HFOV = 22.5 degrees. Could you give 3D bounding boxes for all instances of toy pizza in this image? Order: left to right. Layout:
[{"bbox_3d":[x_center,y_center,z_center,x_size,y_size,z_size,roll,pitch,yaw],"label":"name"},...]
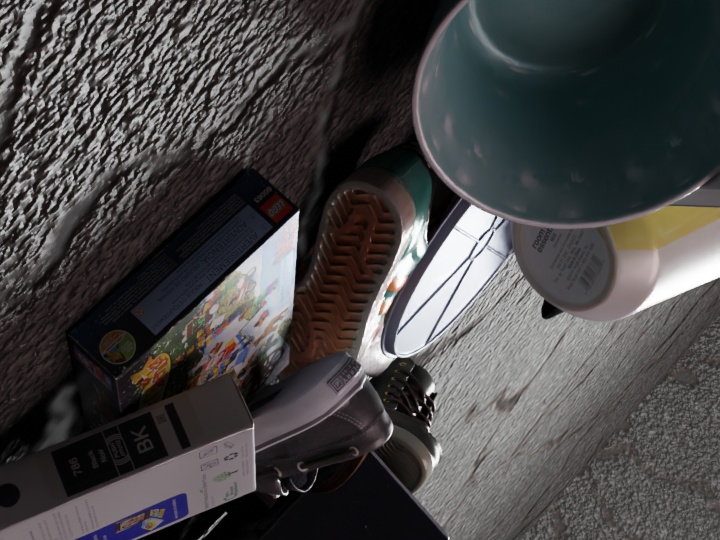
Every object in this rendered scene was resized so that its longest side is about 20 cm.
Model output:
[{"bbox_3d":[0.071,-0.027,1.225,0.200,0.032,0.201,-47,164,-18],"label":"toy pizza"}]

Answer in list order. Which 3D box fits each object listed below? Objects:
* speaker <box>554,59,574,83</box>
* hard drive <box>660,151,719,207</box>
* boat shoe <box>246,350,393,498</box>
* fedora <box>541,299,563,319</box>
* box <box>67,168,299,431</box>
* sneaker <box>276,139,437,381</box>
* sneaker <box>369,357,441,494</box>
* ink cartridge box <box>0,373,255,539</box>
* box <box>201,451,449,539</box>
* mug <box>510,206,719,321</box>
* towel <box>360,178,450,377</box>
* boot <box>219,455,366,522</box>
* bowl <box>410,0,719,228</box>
[{"bbox_3d":[0.167,-0.189,1.147,0.200,0.081,0.081,-46,164,-17],"label":"speaker"},{"bbox_3d":[0.239,-0.132,1.055,0.026,0.131,0.202,32,72,-39],"label":"hard drive"},{"bbox_3d":[-0.049,0.109,1.119,0.199,0.066,0.070,-31,-167,45],"label":"boat shoe"},{"bbox_3d":[0.170,-0.057,1.410,0.201,0.091,0.201,-52,-179,2],"label":"fedora"},{"bbox_3d":[-0.096,0.045,1.017,0.137,0.038,0.201,-45,164,-22],"label":"box"},{"bbox_3d":[0.000,0.000,1.125,0.080,0.071,0.201,-42,168,-44],"label":"sneaker"},{"bbox_3d":[0.027,0.107,1.359,0.106,0.075,0.200,-41,-168,-19],"label":"sneaker"},{"bbox_3d":[-0.152,0.124,0.964,0.198,0.039,0.100,-22,157,-14],"label":"ink cartridge box"},{"bbox_3d":[-0.061,0.230,1.316,0.200,0.104,0.182,-44,-173,-19],"label":"box"},{"bbox_3d":[0.171,-0.058,1.184,0.148,0.189,0.153,-2,-159,45],"label":"mug"},{"bbox_3d":[0.038,-0.009,1.288,0.201,0.032,0.191,-52,165,3],"label":"towel"},{"bbox_3d":[-0.034,0.100,1.227,0.097,0.075,0.200,-51,-169,-35],"label":"boot"},{"bbox_3d":[0.121,-0.132,1.006,0.106,0.199,0.202,-97,-155,-44],"label":"bowl"}]
